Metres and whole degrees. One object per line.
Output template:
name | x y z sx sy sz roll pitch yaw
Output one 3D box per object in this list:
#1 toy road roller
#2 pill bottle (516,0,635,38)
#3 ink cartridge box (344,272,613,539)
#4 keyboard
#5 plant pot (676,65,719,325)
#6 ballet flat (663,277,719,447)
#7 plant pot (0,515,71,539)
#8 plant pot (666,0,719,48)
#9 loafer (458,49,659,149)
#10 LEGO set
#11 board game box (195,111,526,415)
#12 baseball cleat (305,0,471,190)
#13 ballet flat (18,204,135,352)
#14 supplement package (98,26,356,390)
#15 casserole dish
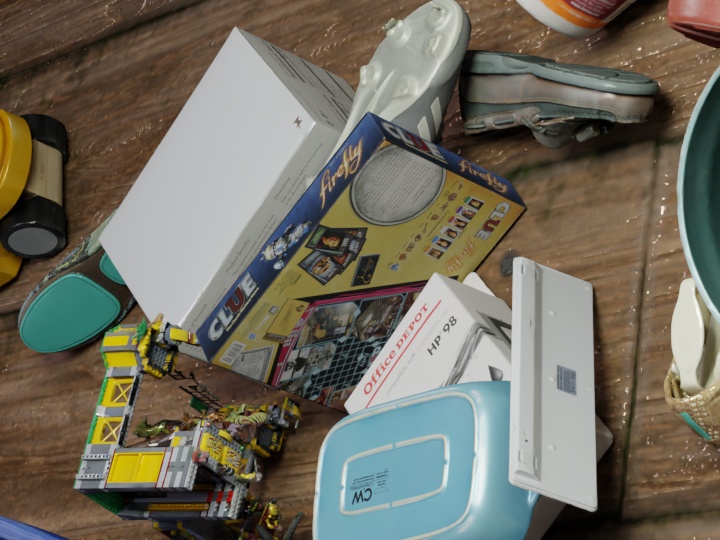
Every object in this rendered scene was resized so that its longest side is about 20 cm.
toy road roller | -0.354 -0.067 2.013 0.200 0.146 0.123 -31 49 37
pill bottle | 0.183 -0.250 1.483 0.200 0.114 0.114 -38 46 33
ink cartridge box | 0.064 0.086 1.492 0.116 0.067 0.200 -56 39 16
keyboard | 0.118 0.065 1.403 0.011 0.056 0.200 -53 20 37
plant pot | 0.287 -0.040 1.211 0.200 0.134 0.201 1 92 43
ballet flat | 0.218 0.002 1.352 0.070 0.065 0.200 -11 63 48
plant pot | -0.178 0.297 1.585 0.200 0.180 0.200 11 80 51
plant pot | 0.269 -0.214 1.313 0.201 0.201 0.196 19 95 53
loafer | 0.129 -0.107 1.528 0.200 0.072 0.063 21 107 60
LEGO set | -0.094 0.122 1.577 0.116 0.200 0.154 -4 52 35
board game box | 0.000 0.000 1.560 0.200 0.135 0.035 -51 40 19
baseball cleat | 0.032 -0.090 1.589 0.200 0.106 0.070 -57 42 13
ballet flat | -0.203 -0.004 1.878 0.200 0.074 0.074 -37 46 31
supplement package | -0.077 -0.047 1.697 0.200 0.111 0.156 -55 39 14
casserole dish | 0.033 0.130 1.424 0.200 0.039 0.121 -19 59 47
